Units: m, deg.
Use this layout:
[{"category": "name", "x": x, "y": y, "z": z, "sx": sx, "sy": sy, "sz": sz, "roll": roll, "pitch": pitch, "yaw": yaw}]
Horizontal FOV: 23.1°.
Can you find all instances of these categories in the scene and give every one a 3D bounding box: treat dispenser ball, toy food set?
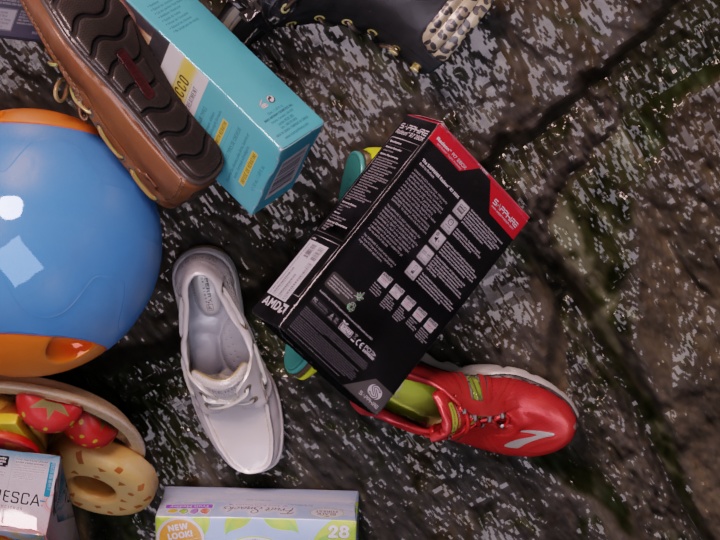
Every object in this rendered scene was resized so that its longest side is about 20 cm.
[{"category": "treat dispenser ball", "x": -0.249, "y": -0.020, "z": 1.319, "sx": 0.200, "sy": 0.201, "sz": 0.201, "roll": 0, "pitch": 108, "yaw": 1}, {"category": "toy food set", "x": -0.269, "y": 0.141, "z": 1.401, "sx": 0.197, "sy": 0.049, "sz": 0.200, "roll": -1, "pitch": 150, "yaw": 11}]

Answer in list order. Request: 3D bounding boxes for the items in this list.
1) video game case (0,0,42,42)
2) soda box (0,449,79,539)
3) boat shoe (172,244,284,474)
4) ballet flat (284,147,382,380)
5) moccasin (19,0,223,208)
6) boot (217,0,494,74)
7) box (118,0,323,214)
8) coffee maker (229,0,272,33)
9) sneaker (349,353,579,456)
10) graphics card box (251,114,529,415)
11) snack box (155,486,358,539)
[{"category": "video game case", "x": -0.208, "y": -0.260, "z": 1.284, "sx": 0.019, "sy": 0.143, "sz": 0.200, "roll": 32, "pitch": 108, "yaw": 27}, {"category": "soda box", "x": -0.266, "y": 0.209, "z": 1.403, "sx": 0.063, "sy": 0.200, "sz": 0.069, "roll": 7, "pitch": 63, "yaw": -2}, {"category": "boat shoe", "x": -0.112, "y": 0.083, "z": 1.419, "sx": 0.071, "sy": 0.069, "sz": 0.200, "roll": -16, "pitch": 107, "yaw": 4}, {"category": "ballet flat", "x": 0.000, "y": 0.000, "z": 1.399, "sx": 0.067, "sy": 0.067, "sz": 0.200, "roll": 11, "pitch": 107, "yaw": -26}, {"category": "moccasin", "x": -0.181, "y": -0.134, "z": 1.271, "sx": 0.078, "sy": 0.074, "sz": 0.201, "roll": -28, "pitch": 107, "yaw": 43}, {"category": "boot", "x": -0.013, "y": -0.189, "z": 1.333, "sx": 0.154, "sy": 0.074, "sz": 0.204, "roll": 40, "pitch": 105, "yaw": -14}, {"category": "box", "x": -0.122, "y": -0.141, "z": 1.297, "sx": 0.200, "sy": 0.049, "sz": 0.082, "roll": 44, "pitch": 141, "yaw": 12}, {"category": "coffee maker", "x": -0.048, "y": -0.294, "z": 1.237, "sx": 0.200, "sy": 0.135, "sz": 0.192, "roll": -41, "pitch": 79, "yaw": 7}, {"category": "sneaker", "x": 0.078, "y": 0.116, "z": 1.420, "sx": 0.200, "sy": 0.085, "sz": 0.077, "roll": 13, "pitch": 109, "yaw": -3}, {"category": "graphics card box", "x": 0.025, "y": -0.004, "z": 1.346, "sx": 0.125, "sy": 0.051, "sz": 0.200, "roll": 43, "pitch": 79, "yaw": -34}, {"category": "snack box", "x": -0.086, "y": 0.286, "z": 1.485, "sx": 0.168, "sy": 0.068, "sz": 0.200, "roll": 1, "pitch": 106, "yaw": 1}]
